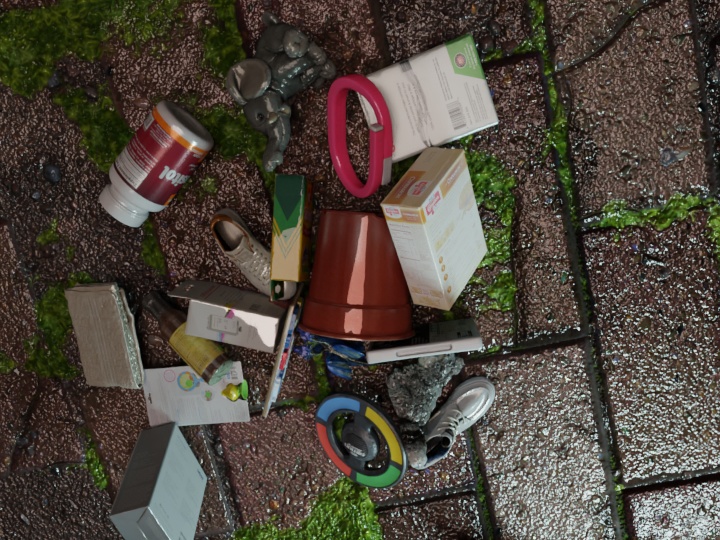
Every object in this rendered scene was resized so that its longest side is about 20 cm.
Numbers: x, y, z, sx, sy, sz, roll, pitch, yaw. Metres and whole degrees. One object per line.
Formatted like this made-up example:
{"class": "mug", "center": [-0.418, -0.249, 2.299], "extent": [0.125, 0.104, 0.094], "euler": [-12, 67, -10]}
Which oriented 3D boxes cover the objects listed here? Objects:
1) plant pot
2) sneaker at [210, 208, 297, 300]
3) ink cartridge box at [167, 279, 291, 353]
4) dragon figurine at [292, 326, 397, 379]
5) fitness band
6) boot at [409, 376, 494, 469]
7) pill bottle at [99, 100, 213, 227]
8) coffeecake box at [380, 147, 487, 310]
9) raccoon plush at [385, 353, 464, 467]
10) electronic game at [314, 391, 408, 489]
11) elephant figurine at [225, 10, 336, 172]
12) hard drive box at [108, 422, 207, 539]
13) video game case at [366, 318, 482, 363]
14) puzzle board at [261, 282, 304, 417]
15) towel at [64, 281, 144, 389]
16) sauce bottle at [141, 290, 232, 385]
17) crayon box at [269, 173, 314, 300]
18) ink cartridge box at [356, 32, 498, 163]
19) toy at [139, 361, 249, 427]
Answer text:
{"class": "plant pot", "center": [0.000, 0.000, 1.143], "extent": [0.197, 0.201, 0.199], "euler": [4, 95, 4]}
{"class": "sneaker", "center": [-0.192, -0.017, 1.200], "extent": [0.073, 0.085, 0.200], "euler": [-42, 99, 11]}
{"class": "ink cartridge box", "center": [-0.231, 0.077, 1.208], "extent": [0.197, 0.117, 0.068], "euler": [13, 103, 3]}
{"class": "dragon figurine", "center": [-0.029, 0.151, 1.216], "extent": [0.198, 0.100, 0.059], "euler": [27, 104, -4]}
{"class": "fitness band", "center": [-0.005, -0.212, 1.100], "extent": [0.037, 0.143, 0.202], "euler": [-24, 137, -27]}
{"class": "boot", "center": [0.166, 0.279, 1.231], "extent": [0.073, 0.096, 0.200], "euler": [43, 103, -6]}
{"class": "pill bottle", "center": [-0.349, -0.176, 1.162], "extent": [0.113, 0.113, 0.200], "euler": [41, 104, -5]}
{"class": "coffeecake box", "center": [0.122, -0.066, 1.086], "extent": [0.072, 0.154, 0.202], "euler": [10, 135, 35]}
{"class": "raccoon plush", "center": [0.131, 0.229, 1.202], "extent": [0.132, 0.097, 0.203], "euler": [-22, 70, 14]}
{"class": "electronic game", "center": [-0.001, 0.308, 1.240], "extent": [0.198, 0.042, 0.203], "euler": [17, 123, 28]}
{"class": "elephant figurine", "center": [-0.146, -0.289, 1.103], "extent": [0.141, 0.155, 0.201], "euler": [37, 95, -27]}
{"class": "hard drive box", "center": [-0.355, 0.405, 1.233], "extent": [0.076, 0.201, 0.157], "euler": [-15, 118, 8]}
{"class": "video game case", "center": [0.106, 0.115, 1.145], "extent": [0.179, 0.200, 0.024], "euler": [-8, 94, 6]}
{"class": "puzzle board", "center": [-0.129, 0.134, 1.194], "extent": [0.017, 0.151, 0.203], "euler": [16, 104, -1]}
{"class": "towel", "center": [-0.471, 0.120, 1.264], "extent": [0.131, 0.034, 0.203], "euler": [-1, 103, 26]}
{"class": "sauce bottle", "center": [-0.314, 0.116, 1.231], "extent": [0.200, 0.065, 0.065], "euler": [44, 104, 13]}
{"class": "crayon box", "center": [-0.113, -0.052, 1.144], "extent": [0.050, 0.127, 0.203], "euler": [3, 91, 3]}
{"class": "ink cartridge box", "center": [0.106, -0.274, 1.115], "extent": [0.197, 0.083, 0.148], "euler": [-18, 101, 9]}
{"class": "toy", "center": [-0.304, 0.227, 1.284], "extent": [0.197, 0.047, 0.117], "euler": [-5, 101, 12]}
